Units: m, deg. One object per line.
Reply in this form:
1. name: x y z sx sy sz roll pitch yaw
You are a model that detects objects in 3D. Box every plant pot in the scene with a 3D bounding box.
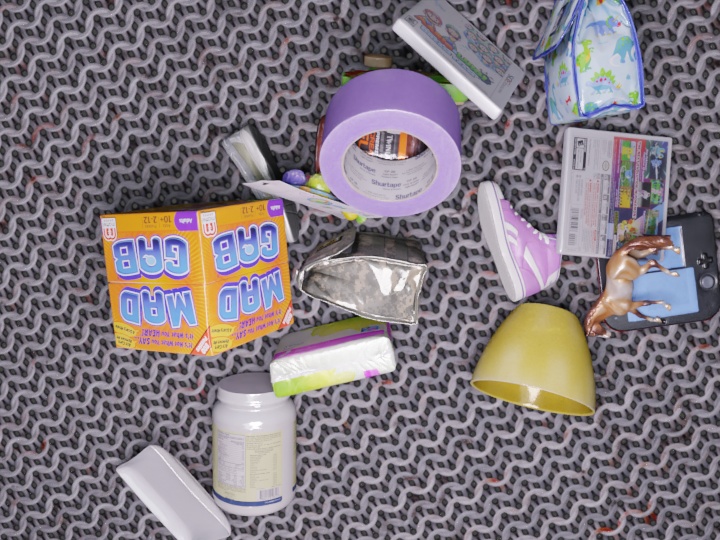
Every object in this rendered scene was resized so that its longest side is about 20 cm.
1. plant pot: 0.289 0.137 1.157 0.196 0.200 0.144 16 74 0

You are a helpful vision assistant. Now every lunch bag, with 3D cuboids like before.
1. lunch bag: 0.000 0.000 1.144 0.196 0.164 0.120 9 104 0
2. lunch bag: 0.339 -0.331 1.082 0.125 0.170 0.204 -8 98 0

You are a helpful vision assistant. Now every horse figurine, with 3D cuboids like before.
1. horse figurine: 0.434 0.021 1.143 0.130 0.050 0.203 4 122 4

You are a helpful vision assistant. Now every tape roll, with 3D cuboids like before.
1. tape roll: 0.043 -0.174 1.006 0.196 0.086 0.202 3 142 2

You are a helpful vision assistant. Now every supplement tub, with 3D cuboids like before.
1. supplement tub: 0.028 -0.188 1.146 0.196 0.107 0.109 5 98 2
2. supplement tub: -0.177 0.286 1.201 0.142 0.145 0.204 1 98 2

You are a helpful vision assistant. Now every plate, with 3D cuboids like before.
1. plate: -0.319 0.387 1.234 0.201 0.032 0.199 50 137 -4

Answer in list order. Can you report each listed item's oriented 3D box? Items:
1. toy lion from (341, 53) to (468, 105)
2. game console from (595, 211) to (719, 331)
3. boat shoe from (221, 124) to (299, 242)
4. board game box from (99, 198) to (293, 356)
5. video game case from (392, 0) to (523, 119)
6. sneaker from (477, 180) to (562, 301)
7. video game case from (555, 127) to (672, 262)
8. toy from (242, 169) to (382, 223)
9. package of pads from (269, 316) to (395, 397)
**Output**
1. toy lion: 0.070 -0.279 1.084 0.196 0.192 0.070 5 113 1
2. game console: 0.494 0.004 1.194 0.196 0.031 0.180 -8 98 3
3. boat shoe: -0.161 -0.136 1.181 0.064 0.074 0.205 -24 95 14
4. board game box: -0.246 0.002 1.102 0.197 0.199 0.204 1 100 30
5. video game case: 0.155 -0.333 1.091 0.199 0.183 0.024 40 129 -4
6. sneaker: 0.266 -0.064 1.180 0.113 0.073 0.204 -22 100 -6
7. video game case: 0.410 -0.121 1.159 0.179 0.023 0.204 4 90 -7
8. toy: -0.069 -0.124 1.114 0.198 0.114 0.048 20 81 -37
9. package of pads: -0.043 0.133 1.171 0.196 0.155 0.069 -13 100 3
